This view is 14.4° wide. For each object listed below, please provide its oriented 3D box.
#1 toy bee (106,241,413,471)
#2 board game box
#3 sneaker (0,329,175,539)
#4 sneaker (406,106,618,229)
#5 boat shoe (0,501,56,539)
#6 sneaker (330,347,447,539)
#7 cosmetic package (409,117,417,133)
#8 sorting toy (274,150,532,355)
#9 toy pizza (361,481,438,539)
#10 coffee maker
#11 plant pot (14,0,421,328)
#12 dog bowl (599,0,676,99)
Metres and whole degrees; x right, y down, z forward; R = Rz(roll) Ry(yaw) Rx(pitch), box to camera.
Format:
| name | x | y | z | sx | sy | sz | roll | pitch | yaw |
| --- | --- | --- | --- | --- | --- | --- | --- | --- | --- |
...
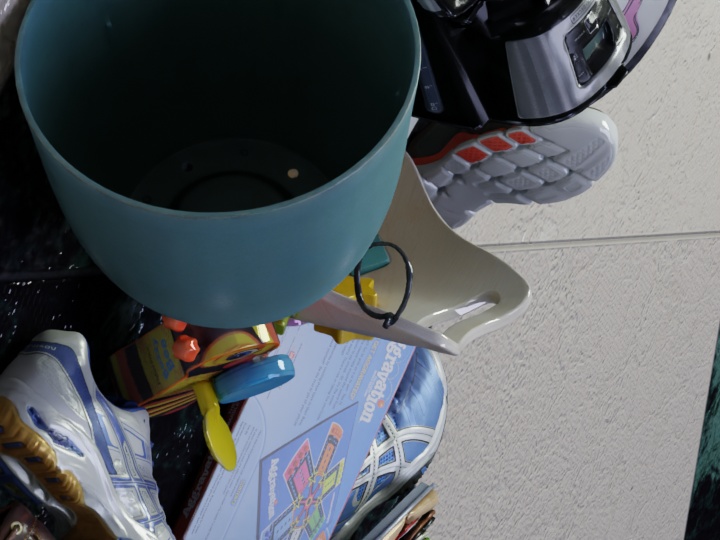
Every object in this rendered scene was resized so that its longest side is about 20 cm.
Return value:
| name | x | y | z | sx | sy | sz | roll | pitch | yaw |
| --- | --- | --- | --- | --- | --- | --- | --- | --- | --- |
| toy bee | -0.085 | 0.031 | 1.571 | 0.109 | 0.131 | 0.200 | -7 | 143 | -49 |
| board game box | -0.037 | 0.097 | 1.818 | 0.103 | 0.019 | 0.200 | 29 | 82 | -31 |
| sneaker | -0.133 | 0.117 | 1.574 | 0.088 | 0.075 | 0.200 | -61 | 137 | -34 |
| sneaker | 0.089 | -0.088 | 1.837 | 0.077 | 0.200 | 0.082 | 37 | 58 | -30 |
| boat shoe | -0.234 | 0.204 | 1.501 | 0.200 | 0.070 | 0.070 | -44 | 111 | -29 |
| sneaker | -0.008 | 0.122 | 1.891 | 0.200 | 0.076 | 0.077 | -55 | 152 | -23 |
| cosmetic package | 0.006 | -0.155 | 1.662 | 0.200 | 0.102 | 0.074 | -60 | 154 | -17 |
| sorting toy | 0.000 | 0.000 | 1.679 | 0.200 | 0.180 | 0.107 | -26 | 132 | -57 |
| toy pizza | -0.014 | 0.220 | 1.912 | 0.200 | 0.032 | 0.200 | -45 | 175 | -5 |
| coffee maker | 0.043 | -0.192 | 1.526 | 0.135 | 0.192 | 0.200 | -33 | 133 | -16 |
| plant pot | -0.069 | -0.064 | 1.472 | 0.201 | 0.200 | 0.161 | -55 | 160 | -28 |
| dog bowl | 0.106 | -0.194 | 1.747 | 0.074 | 0.200 | 0.200 | 23 | 88 | -38 |
